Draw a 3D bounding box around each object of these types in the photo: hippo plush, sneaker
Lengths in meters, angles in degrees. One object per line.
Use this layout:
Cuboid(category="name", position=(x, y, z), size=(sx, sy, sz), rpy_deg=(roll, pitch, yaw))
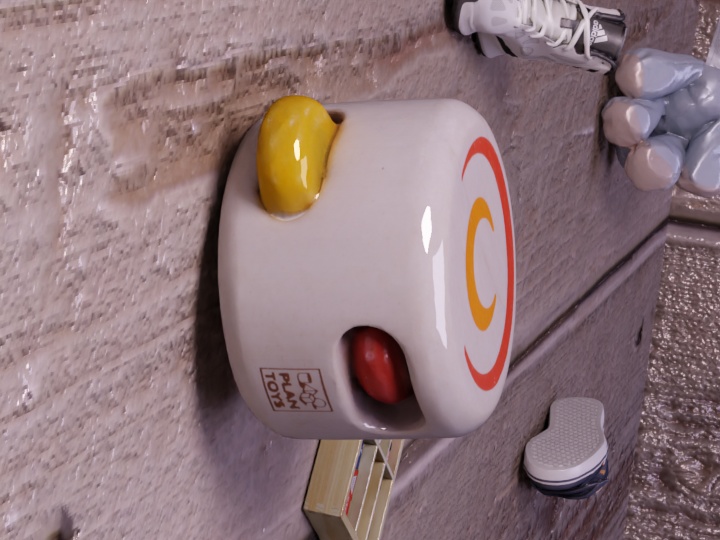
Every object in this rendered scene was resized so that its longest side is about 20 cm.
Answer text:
Cuboid(category="hippo plush", position=(0.310, -0.172, 2.563), size=(0.201, 0.159, 0.161), rpy_deg=(-64, -165, -4))
Cuboid(category="sneaker", position=(0.205, 0.190, 2.429), size=(0.200, 0.078, 0.080), rpy_deg=(-46, 138, -69))
Cuboid(category="sneaker", position=(0.135, -0.194, 1.815), size=(0.200, 0.115, 0.076), rpy_deg=(26, 74, -75))

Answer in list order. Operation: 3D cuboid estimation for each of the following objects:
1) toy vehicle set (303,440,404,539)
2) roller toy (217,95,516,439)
Cuboid(category="toy vehicle set", position=(0.009, 0.089, 1.680), size=(0.124, 0.026, 0.201), rpy_deg=(66, 35, -65))
Cuboid(category="roller toy", position=(0.000, 0.000, 1.354), size=(0.200, 0.139, 0.184), rpy_deg=(2, 87, -74))
